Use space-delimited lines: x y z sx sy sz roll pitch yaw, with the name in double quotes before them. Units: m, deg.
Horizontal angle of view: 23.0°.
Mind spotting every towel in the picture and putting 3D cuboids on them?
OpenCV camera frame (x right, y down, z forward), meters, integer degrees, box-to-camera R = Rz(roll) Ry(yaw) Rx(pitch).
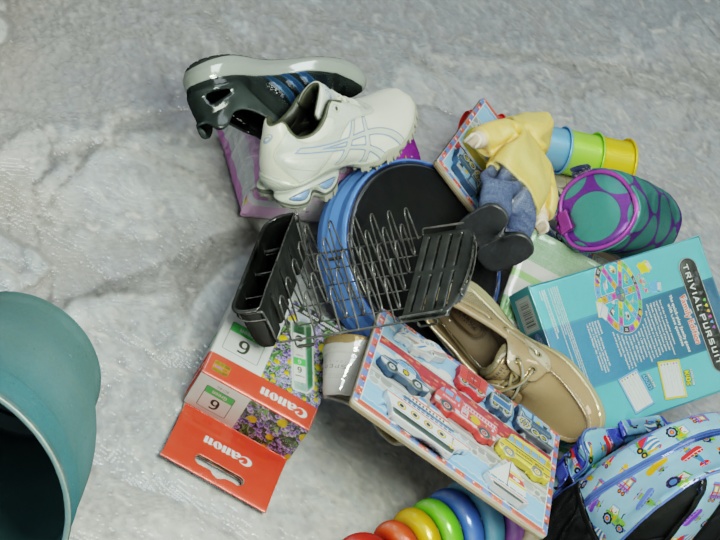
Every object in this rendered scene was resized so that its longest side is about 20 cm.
"towel" 0.194 0.078 1.694 0.152 0.023 0.201 26 70 -14

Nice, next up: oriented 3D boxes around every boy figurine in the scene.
"boy figurine" 0.143 -0.095 1.696 0.124 0.064 0.201 45 36 -23

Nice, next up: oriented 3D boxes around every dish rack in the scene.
"dish rack" 0.000 0.000 1.537 0.199 0.055 0.154 -9 33 18

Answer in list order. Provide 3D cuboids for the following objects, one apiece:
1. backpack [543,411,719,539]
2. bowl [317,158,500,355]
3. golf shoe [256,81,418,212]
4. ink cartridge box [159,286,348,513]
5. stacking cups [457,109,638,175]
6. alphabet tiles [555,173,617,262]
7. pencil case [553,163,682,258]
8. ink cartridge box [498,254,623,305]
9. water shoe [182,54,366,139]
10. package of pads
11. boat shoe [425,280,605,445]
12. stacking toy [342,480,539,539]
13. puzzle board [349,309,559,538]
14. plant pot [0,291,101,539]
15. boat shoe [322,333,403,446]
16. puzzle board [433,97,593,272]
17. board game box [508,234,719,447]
"backpack" 0.265 0.195 1.568 0.182 0.200 0.135 -5 55 -34
"bowl" 0.051 -0.012 1.686 0.200 0.039 0.202 12 69 -33
"golf shoe" -0.017 -0.137 1.644 0.078 0.098 0.200 20 42 34
"ink cartridge box" -0.090 0.103 1.539 0.108 0.050 0.201 29 41 -6
"stacking cups" 0.201 -0.130 1.913 0.199 0.061 0.061 9 48 -21
"alphabet tiles" 0.227 -0.070 1.925 0.194 0.015 0.201 13 47 -22
"pencil case" 0.259 -0.054 1.775 0.200 0.092 0.086 9 75 -66
"ink cartridge box" 0.223 0.037 1.809 0.159 0.047 0.200 28 36 -6
"water shoe" -0.079 -0.157 1.677 0.199 0.071 0.080 -3 79 -35
"package of pads" -0.037 -0.107 1.748 0.199 0.076 0.121 4 53 -30
"boat shoe" 0.134 0.090 1.608 0.200 0.071 0.064 40 25 14
"stacking toy" 0.058 0.227 1.510 0.199 0.086 0.086 -16 61 -33
"puzzle board" 0.086 0.125 1.502 0.199 0.017 0.151 35 28 -9
"plant pot" -0.284 0.115 1.317 0.199 0.201 0.188 30 27 -5
"boat shoe" 0.038 0.125 1.580 0.199 0.071 0.070 29 62 -32
"puzzle board" 0.161 -0.065 1.766 0.200 0.017 0.151 52 36 -11
"board game box" 0.257 0.066 1.685 0.199 0.047 0.152 -15 83 -24
